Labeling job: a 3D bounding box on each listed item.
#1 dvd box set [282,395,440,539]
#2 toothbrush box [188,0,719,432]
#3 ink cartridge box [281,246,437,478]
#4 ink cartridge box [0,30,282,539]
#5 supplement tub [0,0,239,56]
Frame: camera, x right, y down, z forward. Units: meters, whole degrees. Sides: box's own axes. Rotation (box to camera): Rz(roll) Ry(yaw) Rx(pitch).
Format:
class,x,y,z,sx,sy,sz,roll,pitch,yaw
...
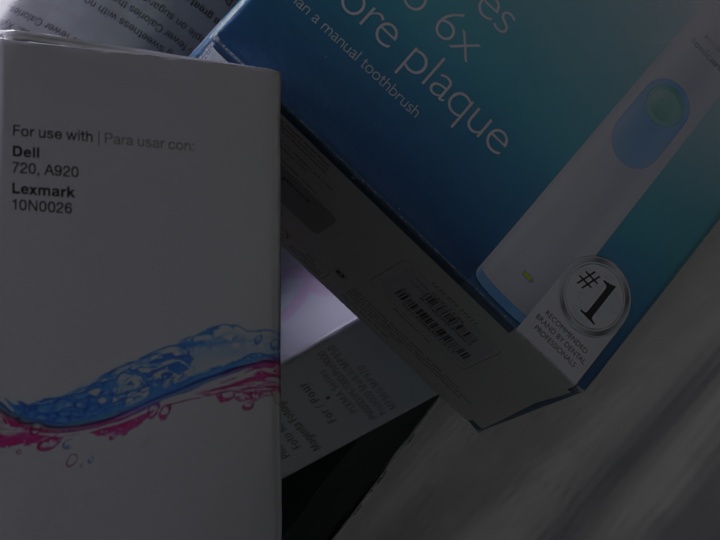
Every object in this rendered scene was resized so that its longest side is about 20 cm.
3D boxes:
class,x,y,z,sx,sy,sz,roll,pitch,yaw
dvd box set,-0.053,0.106,0.936,0.146,0.029,0.200,-51,6,-32
toothbrush box,0.057,-0.076,0.776,0.200,0.146,0.085,-48,7,-22
ink cartridge box,-0.059,0.022,0.896,0.199,0.057,0.163,-26,31,12
ink cartridge box,-0.079,0.053,0.708,0.145,0.083,0.202,145,126,-66
supplement tub,-0.084,-0.073,0.877,0.201,0.132,0.132,-59,9,-16
